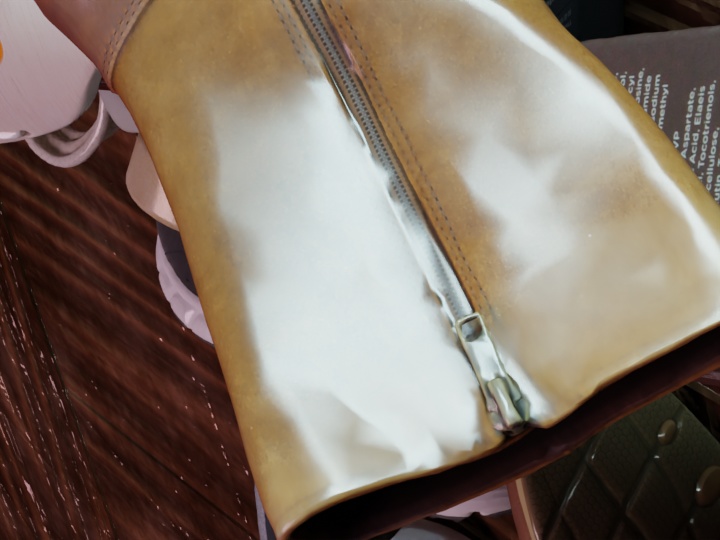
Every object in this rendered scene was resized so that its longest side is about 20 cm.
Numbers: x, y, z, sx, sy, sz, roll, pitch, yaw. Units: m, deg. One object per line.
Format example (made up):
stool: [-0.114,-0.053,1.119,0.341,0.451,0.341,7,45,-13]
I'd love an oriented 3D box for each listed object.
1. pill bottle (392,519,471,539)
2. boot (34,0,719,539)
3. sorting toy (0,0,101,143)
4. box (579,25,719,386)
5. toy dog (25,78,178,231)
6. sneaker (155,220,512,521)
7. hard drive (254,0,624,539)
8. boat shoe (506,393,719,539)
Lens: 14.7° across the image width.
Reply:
pill bottle: [-0.004,0.175,1.037,0.112,0.112,0.200,53,156,15]
boot: [0.027,-0.069,0.544,0.200,0.188,0.069,61,180,31]
sorting toy: [-0.071,-0.143,0.739,0.180,0.107,0.201,0,80,36]
box: [0.105,-0.008,0.578,0.200,0.100,0.075,-1,81,63]
toy dog: [-0.083,-0.088,0.875,0.200,0.096,0.132,20,102,51]
sneaker: [0.000,0.000,0.886,0.200,0.074,0.080,34,129,47]
hard drive: [0.020,-0.028,0.701,0.033,0.140,0.200,26,144,24]
boat shoe: [0.094,0.118,0.813,0.200,0.072,0.068,59,156,-5]
